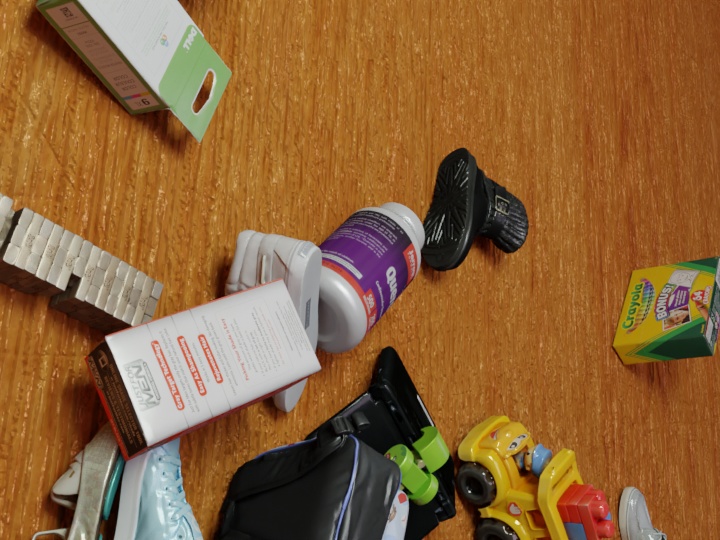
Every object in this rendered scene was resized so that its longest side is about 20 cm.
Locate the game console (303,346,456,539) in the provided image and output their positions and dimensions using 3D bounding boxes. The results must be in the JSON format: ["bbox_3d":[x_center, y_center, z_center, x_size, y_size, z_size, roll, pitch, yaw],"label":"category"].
[{"bbox_3d":[0.029,0.229,1.065,0.202,0.115,0.176,62,14,-16],"label":"game console"}]

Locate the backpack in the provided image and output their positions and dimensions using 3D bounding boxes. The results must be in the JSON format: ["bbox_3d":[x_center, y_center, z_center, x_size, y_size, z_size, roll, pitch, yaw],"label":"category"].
[{"bbox_3d":[-0.054,0.259,0.842,0.154,0.188,0.203,46,50,-35],"label":"backpack"}]

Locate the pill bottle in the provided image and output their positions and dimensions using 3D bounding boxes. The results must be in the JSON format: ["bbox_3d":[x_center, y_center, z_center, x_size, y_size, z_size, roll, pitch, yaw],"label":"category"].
[{"bbox_3d":[0.000,0.000,1.023,0.200,0.111,0.114,-46,113,-43],"label":"pill bottle"}]

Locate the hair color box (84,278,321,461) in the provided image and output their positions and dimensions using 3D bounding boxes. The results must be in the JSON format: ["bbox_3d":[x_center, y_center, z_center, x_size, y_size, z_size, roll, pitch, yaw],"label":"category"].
[{"bbox_3d":[-0.141,0.087,0.793,0.198,0.061,0.103,-18,80,-43],"label":"hair color box"}]

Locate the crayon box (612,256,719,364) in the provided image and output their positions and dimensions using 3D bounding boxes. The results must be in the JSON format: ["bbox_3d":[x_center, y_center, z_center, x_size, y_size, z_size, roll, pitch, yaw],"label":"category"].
[{"bbox_3d":[0.576,0.074,1.583,0.059,0.170,0.202,52,47,-27],"label":"crayon box"}]

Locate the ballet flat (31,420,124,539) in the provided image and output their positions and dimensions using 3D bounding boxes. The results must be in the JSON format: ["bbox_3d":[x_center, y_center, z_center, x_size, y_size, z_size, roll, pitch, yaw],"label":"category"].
[{"bbox_3d":[-0.247,0.216,0.738,0.061,0.068,0.204,14,64,-14],"label":"ballet flat"}]

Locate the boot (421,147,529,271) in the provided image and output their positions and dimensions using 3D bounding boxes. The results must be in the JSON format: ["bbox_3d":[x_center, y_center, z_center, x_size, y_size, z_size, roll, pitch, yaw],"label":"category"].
[{"bbox_3d":[0.175,-0.060,1.253,0.157,0.079,0.214,40,53,-33],"label":"boot"}]

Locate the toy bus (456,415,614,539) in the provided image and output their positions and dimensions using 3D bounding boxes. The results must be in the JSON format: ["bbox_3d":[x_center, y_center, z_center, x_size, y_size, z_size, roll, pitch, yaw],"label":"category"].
[{"bbox_3d":[0.246,0.301,1.155,0.135,0.190,0.203,-26,98,-45],"label":"toy bus"}]

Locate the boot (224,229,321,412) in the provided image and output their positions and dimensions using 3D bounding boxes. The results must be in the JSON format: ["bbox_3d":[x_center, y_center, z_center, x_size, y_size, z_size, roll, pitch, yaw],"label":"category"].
[{"bbox_3d":[-0.100,0.052,0.933,0.074,0.094,0.204,-41,143,-61],"label":"boot"}]

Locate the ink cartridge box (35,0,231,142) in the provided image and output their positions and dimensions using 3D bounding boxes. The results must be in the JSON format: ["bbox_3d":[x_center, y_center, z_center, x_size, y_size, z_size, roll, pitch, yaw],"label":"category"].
[{"bbox_3d":[-0.223,-0.233,0.870,0.201,0.058,0.105,51,46,-43],"label":"ink cartridge box"}]

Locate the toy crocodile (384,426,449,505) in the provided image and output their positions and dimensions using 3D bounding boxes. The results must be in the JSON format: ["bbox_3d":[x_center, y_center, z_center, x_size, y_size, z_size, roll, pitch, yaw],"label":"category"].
[{"bbox_3d":[0.025,0.261,0.981,0.200,0.062,0.068,-47,115,-5],"label":"toy crocodile"}]

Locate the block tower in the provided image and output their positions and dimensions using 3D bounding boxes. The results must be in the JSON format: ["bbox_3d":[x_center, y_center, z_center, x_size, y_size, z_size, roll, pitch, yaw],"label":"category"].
[{"bbox_3d":[-0.271,0.000,0.772,0.199,0.057,0.055,35,57,-38],"label":"block tower"}]

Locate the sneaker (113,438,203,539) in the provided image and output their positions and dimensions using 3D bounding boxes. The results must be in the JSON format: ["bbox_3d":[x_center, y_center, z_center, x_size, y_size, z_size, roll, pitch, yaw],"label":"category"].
[{"bbox_3d":[-0.176,0.227,0.781,0.074,0.080,0.204,72,25,-77],"label":"sneaker"}]

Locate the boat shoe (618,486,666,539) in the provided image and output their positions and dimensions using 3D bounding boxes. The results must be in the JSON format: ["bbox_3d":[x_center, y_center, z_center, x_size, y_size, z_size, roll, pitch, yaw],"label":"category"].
[{"bbox_3d":[0.495,0.476,1.464,0.069,0.071,0.205,6,76,-46],"label":"boat shoe"}]
